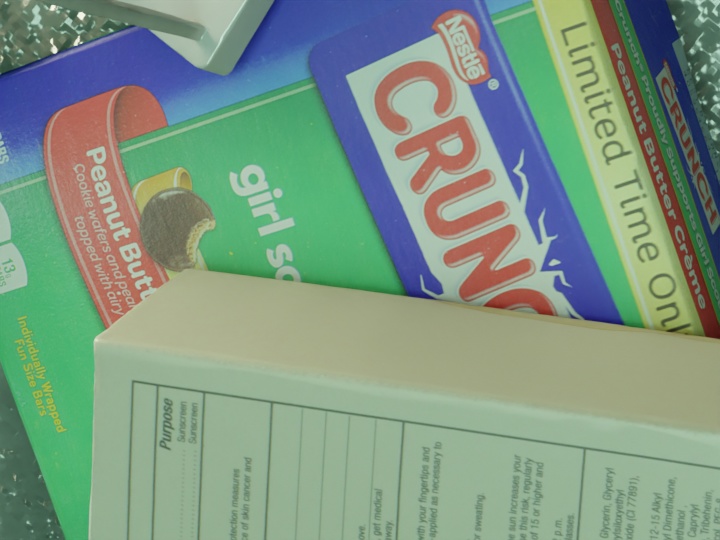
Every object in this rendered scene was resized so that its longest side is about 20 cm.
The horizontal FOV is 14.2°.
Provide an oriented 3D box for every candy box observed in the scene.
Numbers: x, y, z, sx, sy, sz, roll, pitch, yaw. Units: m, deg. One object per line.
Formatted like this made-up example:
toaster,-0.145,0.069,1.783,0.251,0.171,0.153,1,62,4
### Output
candy box,0.000,0.000,0.798,0.199,0.077,0.170,-18,95,21

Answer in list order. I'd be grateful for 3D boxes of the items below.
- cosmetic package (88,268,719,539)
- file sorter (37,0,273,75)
cosmetic package,0.036,0.068,0.722,0.199,0.073,0.104,9,108,16
file sorter,-0.097,-0.168,0.725,0.200,0.124,0.139,39,103,25
